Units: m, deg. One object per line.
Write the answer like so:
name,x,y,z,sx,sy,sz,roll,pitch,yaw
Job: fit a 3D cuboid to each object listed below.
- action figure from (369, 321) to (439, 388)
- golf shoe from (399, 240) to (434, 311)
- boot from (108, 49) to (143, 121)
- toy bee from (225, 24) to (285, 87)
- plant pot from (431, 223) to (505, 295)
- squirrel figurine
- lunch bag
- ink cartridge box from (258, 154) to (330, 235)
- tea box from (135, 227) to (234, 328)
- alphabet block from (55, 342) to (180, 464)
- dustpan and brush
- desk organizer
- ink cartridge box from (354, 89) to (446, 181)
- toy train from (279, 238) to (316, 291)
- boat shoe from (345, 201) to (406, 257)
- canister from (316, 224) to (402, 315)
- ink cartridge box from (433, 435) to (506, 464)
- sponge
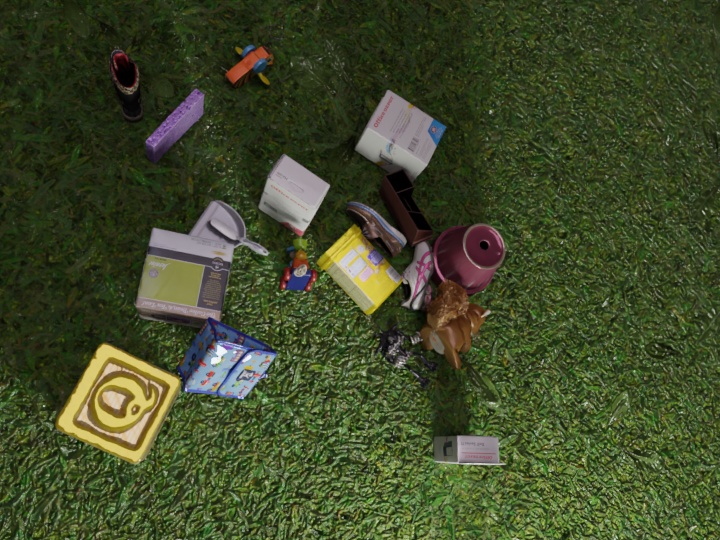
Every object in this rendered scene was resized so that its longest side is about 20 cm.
action figure,0.118,0.213,1.607,0.199,0.102,0.119,40,70,-6
golf shoe,0.155,0.009,1.686,0.090,0.073,0.204,9,73,-14
boot,-0.606,-0.506,1.561,0.072,0.151,0.203,-10,78,-18
toy bee,-0.284,-0.585,1.716,0.197,0.109,0.133,-20,89,5
plant pot,0.304,-0.042,1.687,0.196,0.179,0.204,4,74,-14
squirrel figurine,0.262,0.126,1.632,0.185,0.141,0.203,-28,117,-28
lunch bag,-0.306,0.222,1.444,0.198,0.094,0.151,26,106,-39
ink cartridge box,-0.176,-0.191,1.575,0.144,0.200,0.086,33,69,-5
tea box,-0.423,0.027,1.481,0.196,0.134,0.200,12,71,-13
alphabet block,-0.522,0.295,1.344,0.193,0.200,0.199,25,70,-8
dustpan and brush,-0.328,-0.088,1.575,0.198,0.057,0.141,33,62,-11
desk organizer,0.132,-0.178,1.702,0.071,0.077,0.202,-21,67,-20
ink cartridge box,0.110,-0.377,1.738,0.198,0.145,0.149,31,69,-6
toy train,-0.152,-0.029,1.542,0.083,0.200,0.118,4,69,-14
boat shoe,0.035,-0.112,1.685,0.199,0.072,0.073,35,70,-5
canister,0.000,0.000,1.635,0.148,0.087,0.200,-44,92,-17
ink cartridge box,0.273,0.452,1.533,0.115,0.200,0.069,6,73,-14
sponge,-0.481,-0.374,1.584,0.030,0.112,0.201,37,69,-5
